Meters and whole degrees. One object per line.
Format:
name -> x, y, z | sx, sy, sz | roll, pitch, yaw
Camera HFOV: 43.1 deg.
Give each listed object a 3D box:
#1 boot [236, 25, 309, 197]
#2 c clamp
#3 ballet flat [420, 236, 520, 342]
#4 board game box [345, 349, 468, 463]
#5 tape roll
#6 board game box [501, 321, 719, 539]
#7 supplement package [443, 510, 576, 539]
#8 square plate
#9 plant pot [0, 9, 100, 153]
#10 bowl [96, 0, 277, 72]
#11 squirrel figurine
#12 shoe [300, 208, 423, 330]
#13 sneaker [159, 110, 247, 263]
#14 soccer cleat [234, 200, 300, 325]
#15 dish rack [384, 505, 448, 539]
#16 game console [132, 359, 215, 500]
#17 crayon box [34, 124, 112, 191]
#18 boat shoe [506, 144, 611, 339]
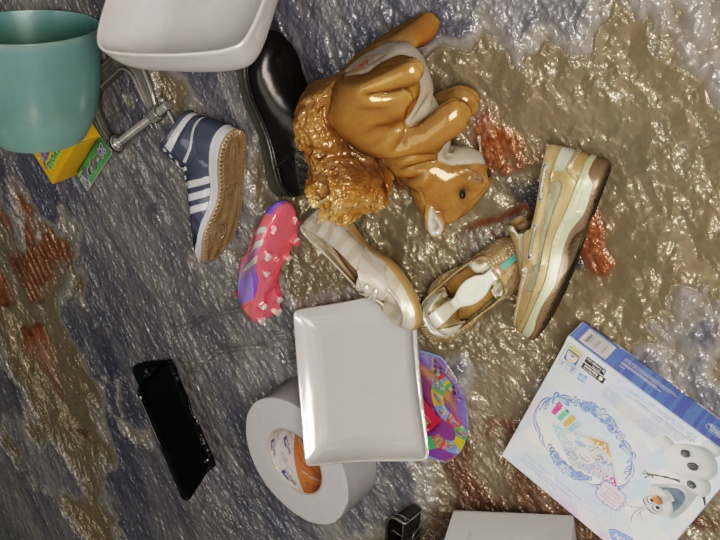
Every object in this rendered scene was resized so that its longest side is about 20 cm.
boot -> -0.047, -0.173, 1.026 | 0.157, 0.079, 0.214 | 9, 123, 43
c clamp -> -0.331, -0.225, 1.304 | 0.199, 0.027, 0.173 | -11, 103, 47
ballet flat -> 0.108, 0.030, 1.000 | 0.071, 0.065, 0.200 | 51, 137, 9
board game box -> 0.044, 0.170, 1.155 | 0.198, 0.039, 0.160 | 14, 121, 39
tape roll -> -0.073, 0.256, 1.296 | 0.199, 0.066, 0.203 | 22, 125, 35
board game box -> 0.267, 0.187, 0.952 | 0.199, 0.043, 0.201 | 38, 133, 21
supplement package -> 0.176, 0.408, 1.052 | 0.149, 0.152, 0.203 | -3, 112, 20
square plate -> 0.001, 0.135, 1.126 | 0.198, 0.028, 0.201 | -12, 79, 39
plant pot -> -0.456, -0.259, 1.270 | 0.199, 0.200, 0.163 | 22, 123, 33
bowl -> -0.173, -0.301, 1.003 | 0.197, 0.202, 0.075 | 4, 159, 21
squirrel figurine -> 0.034, -0.123, 0.927 | 0.198, 0.142, 0.188 | -24, 117, 18
shoe -> 0.000, 0.000, 1.066 | 0.200, 0.053, 0.070 | 50, 157, 27
sneaker -> -0.217, -0.116, 1.223 | 0.108, 0.070, 0.202 | 28, 123, 23
soccer cleat -> -0.131, -0.016, 1.206 | 0.076, 0.066, 0.202 | 39, 136, 27
dish rack -> 0.123, 0.409, 1.203 | 0.198, 0.054, 0.155 | 23, 127, 33
game console -> -0.332, 0.263, 1.508 | 0.175, 0.116, 0.202 | -9, 105, 45
crayon box -> -0.480, -0.229, 1.427 | 0.201, 0.051, 0.125 | 56, 138, 3
boat shoe -> 0.178, -0.029, 0.895 | 0.075, 0.072, 0.202 | 23, 117, 16
